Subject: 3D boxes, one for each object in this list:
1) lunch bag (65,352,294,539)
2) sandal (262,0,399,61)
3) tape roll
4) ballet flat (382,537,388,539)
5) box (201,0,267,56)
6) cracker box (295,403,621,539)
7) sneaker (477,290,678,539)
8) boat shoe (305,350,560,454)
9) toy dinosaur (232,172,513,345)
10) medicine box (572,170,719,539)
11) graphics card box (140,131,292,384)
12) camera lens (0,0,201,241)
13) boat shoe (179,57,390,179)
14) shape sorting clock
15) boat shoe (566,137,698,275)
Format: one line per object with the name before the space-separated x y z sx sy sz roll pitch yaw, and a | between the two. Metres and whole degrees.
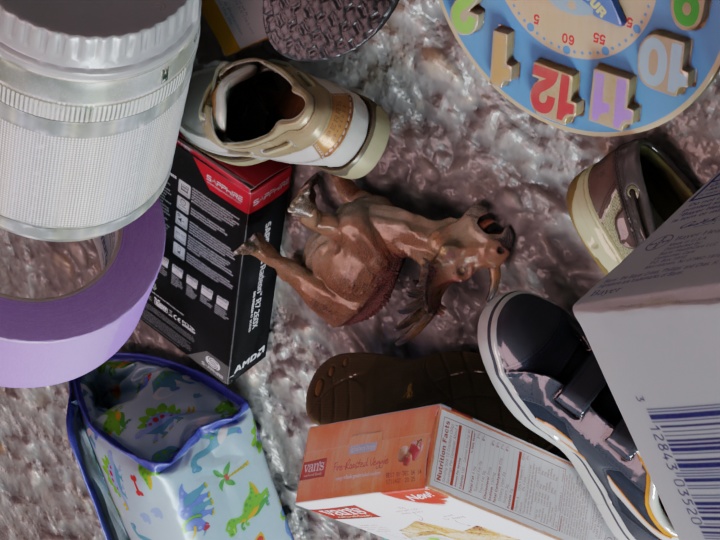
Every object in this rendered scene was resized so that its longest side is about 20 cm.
lunch bag | -0.167 0.168 1.384 0.199 0.127 0.171 25 138 47
sandal | 0.009 -0.208 0.937 0.075 0.045 0.201 27 105 3
tape roll | -0.240 -0.021 1.167 0.200 0.200 0.066 44 142 10
ballet flat | 0.059 0.202 1.213 0.070 0.070 0.201 7 144 15
box | -0.042 -0.217 1.029 0.199 0.041 0.120 -14 108 46
cracker box | 0.075 0.151 1.088 0.199 0.058 0.133 26 154 -32
sneaker | 0.157 0.088 1.032 0.200 0.079 0.079 50 147 -15
boat shoe | 0.058 0.100 1.155 0.198 0.073 0.068 4 155 34
toy dinosaur | 0.000 0.000 1.120 0.136 0.086 0.200 48 147 -5
medicine box | 0.228 0.043 0.828 0.102 0.200 0.183 -11 111 50
graphics card box | -0.119 -0.024 1.240 0.125 0.051 0.201 33 136 24
camera lens | -0.188 -0.130 1.060 0.160 0.160 0.201 40 143 15
boat shoe | -0.068 -0.108 1.081 0.068 0.076 0.199 24 171 -42
shape sorting clock | 0.116 -0.167 0.909 0.199 0.039 0.202 25 134 29
boat shoe | 0.196 0.014 0.940 0.202 0.072 0.066 53 146 6
